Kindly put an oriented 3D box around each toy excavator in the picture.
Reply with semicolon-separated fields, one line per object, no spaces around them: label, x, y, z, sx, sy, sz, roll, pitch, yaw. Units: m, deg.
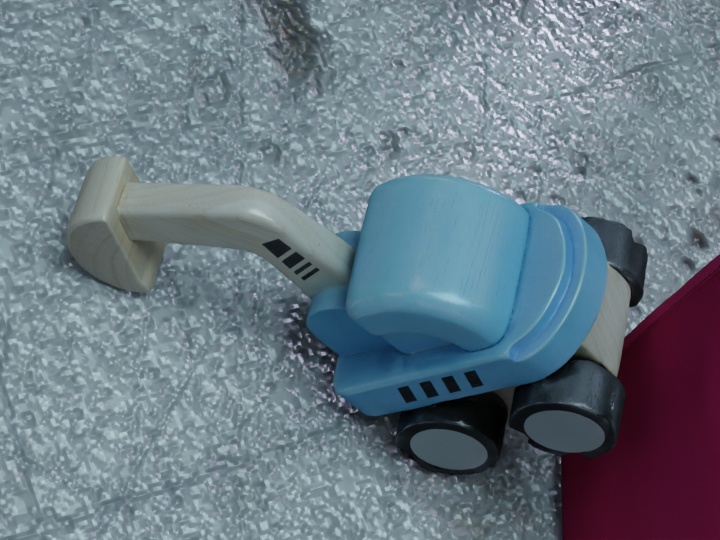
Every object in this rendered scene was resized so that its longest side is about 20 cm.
toy excavator;0.000;0.000;0.992;0.200;0.194;0.100;41;50;-35

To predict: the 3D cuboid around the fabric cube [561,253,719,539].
fabric cube;0.213;0.124;0.979;0.200;0.196;0.199;13;58;-18
